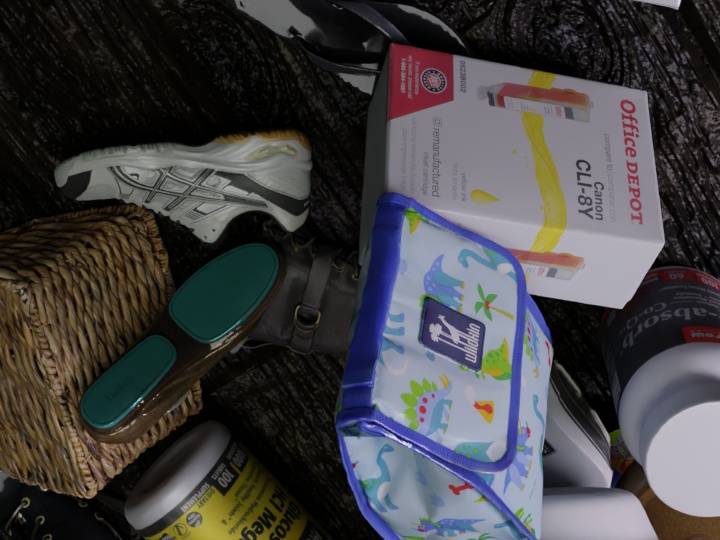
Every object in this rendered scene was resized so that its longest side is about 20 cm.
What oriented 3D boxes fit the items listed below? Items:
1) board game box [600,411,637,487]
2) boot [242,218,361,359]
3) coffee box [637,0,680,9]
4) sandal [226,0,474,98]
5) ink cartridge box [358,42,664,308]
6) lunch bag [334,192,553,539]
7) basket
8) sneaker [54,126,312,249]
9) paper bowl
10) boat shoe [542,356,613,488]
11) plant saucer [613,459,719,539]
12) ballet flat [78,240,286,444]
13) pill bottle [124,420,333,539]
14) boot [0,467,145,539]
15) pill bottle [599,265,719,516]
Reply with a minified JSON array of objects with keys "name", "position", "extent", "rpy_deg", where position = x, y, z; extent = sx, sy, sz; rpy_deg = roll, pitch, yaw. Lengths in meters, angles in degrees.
[{"name":"board game box","position":[0.216,0.230,1.150],"extent":[0.134,0.045,0.201],"rpy_deg":[-25,99,12]},{"name":"boot","position":[0.000,0.000,1.071],"extent":[0.173,0.069,0.201],"rpy_deg":[23,108,1]},{"name":"coffee box","position":[0.129,-0.257,0.934],"extent":[0.198,0.080,0.115],"rpy_deg":[9,115,-1]},{"name":"sandal","position":[-0.012,-0.174,1.000],"extent":[0.199,0.043,0.077],"rpy_deg":[23,114,-7]},{"name":"ink cartridge box","position":[0.105,-0.068,0.968],"extent":[0.198,0.146,0.084],"rpy_deg":[9,145,-9]},{"name":"lunch bag","position":[0.049,0.072,0.894],"extent":[0.126,0.171,0.200],"rpy_deg":[-11,141,26]},{"name":"basket","position":[-0.239,0.058,1.111],"extent":[0.142,0.149,0.202],"rpy_deg":[6,121,37]},{"name":"sneaker","position":[-0.134,-0.057,1.035],"extent":[0.198,0.076,0.089],"rpy_deg":[-4,99,6]},{"name":"paper bowl","position":[0.137,0.215,0.999],"extent":[0.198,0.201,0.106],"rpy_deg":[-3,84,5]},{"name":"boat shoe","position":[0.131,0.096,1.061],"extent":[0.070,0.064,0.201],"rpy_deg":[-23,114,31]},{"name":"plant saucer","position":[0.267,0.224,1.047],"extent":[0.199,0.035,0.203],"rpy_deg":[-2,86,36]},{"name":"ballet flat","position":[-0.131,0.061,1.053],"extent":[0.068,0.072,0.200],"rpy_deg":[38,79,24]},{"name":"pill bottle","position":[-0.093,0.232,1.147],"extent":[0.112,0.113,0.200],"rpy_deg":[-39,103,19]},{"name":"boot","position":[-0.270,0.232,1.141],"extent":[0.202,0.154,0.074],"rpy_deg":[28,113,-10]},{"name":"pill bottle","position":[0.246,0.087,1.020],"extent":[0.115,0.200,0.117],"rpy_deg":[1,115,2]}]
